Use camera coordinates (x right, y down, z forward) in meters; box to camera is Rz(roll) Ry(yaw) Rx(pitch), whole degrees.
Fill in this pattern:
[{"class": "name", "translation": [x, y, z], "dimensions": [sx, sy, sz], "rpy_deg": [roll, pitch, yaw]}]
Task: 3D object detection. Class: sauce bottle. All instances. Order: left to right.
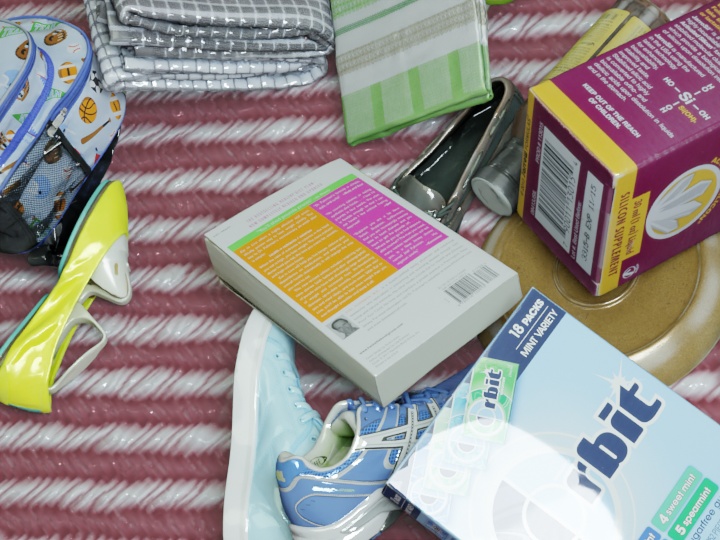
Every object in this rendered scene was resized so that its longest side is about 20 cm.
[{"class": "sauce bottle", "translation": [0.160, -0.124, 1.326], "dimensions": [0.065, 0.065, 0.200], "rpy_deg": [34, 70, 31]}]

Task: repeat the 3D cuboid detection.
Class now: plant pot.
[{"class": "plant pot", "translation": [0.175, 0.004, 1.277], "dimensions": [0.199, 0.028, 0.201], "rpy_deg": [-8, 59, 13]}]

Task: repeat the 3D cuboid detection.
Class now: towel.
[{"class": "towel", "translation": [-0.129, -0.237, 1.438], "dimensions": [0.199, 0.086, 0.166], "rpy_deg": [-2, 56, -20]}, {"class": "towel", "translation": [0.039, -0.211, 1.372], "dimensions": [0.149, 0.031, 0.201], "rpy_deg": [-16, 72, 39]}]

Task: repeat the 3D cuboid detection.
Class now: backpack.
[{"class": "backpack", "translation": [-0.297, -0.125, 1.438], "dimensions": [0.199, 0.154, 0.191], "rpy_deg": [19, 57, 29]}]

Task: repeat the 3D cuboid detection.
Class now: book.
[{"class": "book", "translation": [0.000, 0.000, 1.249], "dimensions": [0.133, 0.048, 0.200], "rpy_deg": [-35, 46, -21]}]

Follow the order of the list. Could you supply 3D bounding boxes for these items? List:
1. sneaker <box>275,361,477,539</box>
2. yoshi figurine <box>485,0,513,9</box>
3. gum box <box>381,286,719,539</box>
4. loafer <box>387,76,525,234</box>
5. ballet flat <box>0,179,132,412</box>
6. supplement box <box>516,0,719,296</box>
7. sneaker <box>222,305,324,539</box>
[{"class": "sneaker", "translation": [0.026, 0.116, 1.200], "dimensions": [0.200, 0.077, 0.076], "rpy_deg": [-36, 20, -29]}, {"class": "yoshi figurine", "translation": [0.133, -0.281, 1.413], "dimensions": [0.112, 0.112, 0.201], "rpy_deg": [27, 74, 22]}, {"class": "gum box", "translation": [0.143, 0.138, 1.152], "dimensions": [0.200, 0.045, 0.170], "rpy_deg": [37, 75, 7]}, {"class": "loafer", "translation": [0.056, -0.068, 1.334], "dimensions": [0.072, 0.063, 0.200], "rpy_deg": [31, 74, 30]}, {"class": "ballet flat", "translation": [-0.221, 0.025, 1.378], "dimensions": [0.067, 0.067, 0.201], "rpy_deg": [27, 73, 7]}, {"class": "supplement box", "translation": [0.220, -0.092, 1.226], "dimensions": [0.199, 0.131, 0.103], "rpy_deg": [-27, 54, -20]}, {"class": "sneaker", "translation": [-0.049, 0.119, 1.260], "dimensions": [0.081, 0.074, 0.201], "rpy_deg": [-1, 69, 9]}]
